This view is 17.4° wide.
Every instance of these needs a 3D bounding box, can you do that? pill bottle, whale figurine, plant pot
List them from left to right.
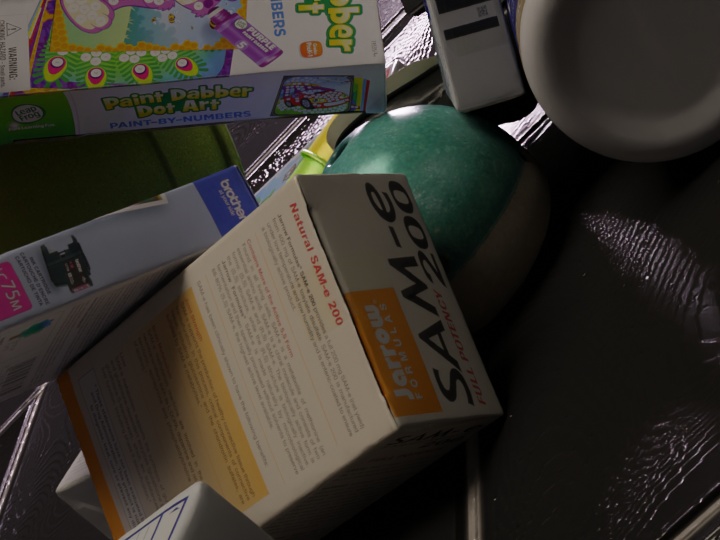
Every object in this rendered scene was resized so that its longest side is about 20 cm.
[{"bbox_3d":[-0.193,-0.022,1.226,0.193,0.201,0.200,-35,4,-33],"label":"plant pot"},{"bbox_3d":[0.000,0.000,1.162,0.200,0.104,0.159,-42,16,19],"label":"whale figurine"},{"bbox_3d":[0.125,-0.133,1.107,0.116,0.116,0.200,-46,14,14],"label":"pill bottle"}]

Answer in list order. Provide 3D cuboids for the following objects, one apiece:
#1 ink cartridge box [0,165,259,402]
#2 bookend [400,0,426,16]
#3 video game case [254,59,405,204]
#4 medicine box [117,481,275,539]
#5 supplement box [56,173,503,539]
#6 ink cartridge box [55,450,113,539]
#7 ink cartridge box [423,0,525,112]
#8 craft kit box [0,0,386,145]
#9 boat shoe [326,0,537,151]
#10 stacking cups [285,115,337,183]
[{"bbox_3d":[-0.123,0.010,1.114,0.199,0.042,0.119,-20,-15,-27],"label":"ink cartridge box"},{"bbox_3d":[0.065,-0.209,1.311,0.200,0.092,0.199,-7,-20,-45],"label":"bookend"},{"bbox_3d":[-0.045,-0.046,1.592,0.200,0.017,0.143,-42,17,29],"label":"video game case"},{"bbox_3d":[-0.111,0.216,0.954,0.200,0.103,0.182,-39,18,36],"label":"medicine box"},{"bbox_3d":[-0.042,0.057,1.084,0.073,0.126,0.200,-3,-26,-45],"label":"supplement box"},{"bbox_3d":[-0.075,0.056,1.320,0.115,0.068,0.200,-27,27,53],"label":"ink cartridge box"},{"bbox_3d":[0.035,-0.181,1.144,0.039,0.201,0.099,-16,11,2],"label":"ink cartridge box"},{"bbox_3d":[-0.094,-0.161,1.193,0.049,0.197,0.201,94,170,-57],"label":"craft kit box"},{"bbox_3d":[0.077,-0.109,1.312,0.201,0.063,0.074,-38,-21,-2],"label":"boat shoe"},{"bbox_3d":[-0.051,-0.012,1.436,0.200,0.060,0.060,-51,14,-5],"label":"stacking cups"}]
